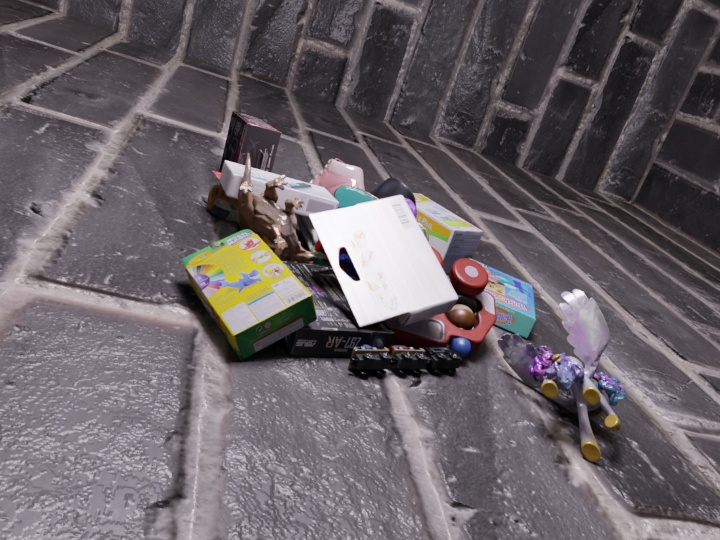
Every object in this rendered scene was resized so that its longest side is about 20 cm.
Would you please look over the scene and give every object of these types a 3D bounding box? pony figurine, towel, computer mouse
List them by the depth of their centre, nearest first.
[{"bbox_3d":[0.310,0.153,0.941,0.195,0.166,0.200,55,21,1],"label":"pony figurine"},{"bbox_3d":[-0.029,-0.062,1.208,0.168,0.049,0.201,8,25,-23],"label":"towel"},{"bbox_3d":[0.049,-0.116,1.287,0.052,0.200,0.139,-36,88,-22],"label":"computer mouse"}]

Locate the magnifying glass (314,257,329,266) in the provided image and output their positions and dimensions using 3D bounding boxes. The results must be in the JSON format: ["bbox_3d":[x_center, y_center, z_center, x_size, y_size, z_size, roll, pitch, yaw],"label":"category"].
[{"bbox_3d":[-0.027,-0.032,1.220,0.079,0.023,0.200,25,20,11],"label":"magnifying glass"}]

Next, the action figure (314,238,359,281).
[{"bbox_3d":[0.000,0.000,1.052,0.065,0.052,0.200,39,-2,36],"label":"action figure"}]

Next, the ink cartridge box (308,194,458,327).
[{"bbox_3d":[0.030,-0.011,0.962,0.171,0.044,0.202,-14,63,-25],"label":"ink cartridge box"}]

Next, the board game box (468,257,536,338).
[{"bbox_3d":[0.266,0.049,1.264,0.150,0.046,0.200,24,21,7],"label":"board game box"}]

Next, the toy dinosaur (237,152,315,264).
[{"bbox_3d":[-0.154,-0.082,1.045,0.085,0.135,0.201,-37,90,-29],"label":"toy dinosaur"}]

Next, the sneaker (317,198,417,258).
[{"bbox_3d":[0.024,-0.081,1.095,0.198,0.089,0.081,-23,74,-29],"label":"sneaker"}]

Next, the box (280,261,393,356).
[{"bbox_3d":[-0.065,0.052,0.944,0.158,0.044,0.200,6,25,-34],"label":"box"}]

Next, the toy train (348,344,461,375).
[{"bbox_3d":[0.062,0.123,0.904,0.197,0.035,0.046,5,22,-36],"label":"toy train"}]

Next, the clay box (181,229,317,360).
[{"bbox_3d":[-0.155,0.023,0.861,0.114,0.048,0.200,-26,41,-20],"label":"clay box"}]

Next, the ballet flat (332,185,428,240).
[{"bbox_3d":[0.038,-0.094,1.205,0.197,0.069,0.075,28,2,7],"label":"ballet flat"}]

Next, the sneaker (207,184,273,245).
[{"bbox_3d":[-0.190,-0.108,1.178,0.199,0.076,0.087,34,24,30],"label":"sneaker"}]

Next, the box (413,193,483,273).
[{"bbox_3d":[0.148,-0.085,1.402,0.111,0.103,0.199,-1,29,-45],"label":"box"}]

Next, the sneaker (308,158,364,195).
[{"bbox_3d":[-0.074,-0.174,1.328,0.197,0.107,0.075,1,-3,33],"label":"sneaker"}]

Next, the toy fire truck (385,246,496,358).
[{"bbox_3d":[0.124,0.064,1.036,0.196,0.113,0.170,17,45,-7],"label":"toy fire truck"}]

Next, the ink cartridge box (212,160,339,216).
[{"bbox_3d":[-0.158,-0.153,1.162,0.197,0.045,0.176,13,17,-27],"label":"ink cartridge box"}]

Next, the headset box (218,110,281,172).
[{"bbox_3d":[-0.230,-0.233,1.316,0.074,0.151,0.200,10,16,-24],"label":"headset box"}]
